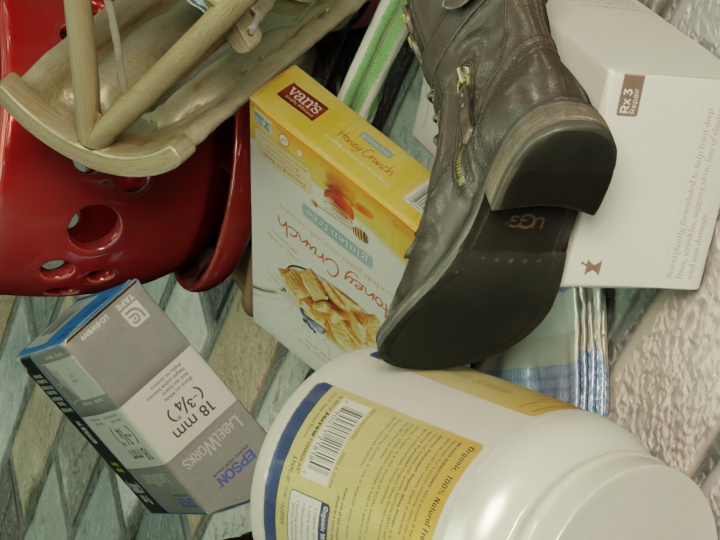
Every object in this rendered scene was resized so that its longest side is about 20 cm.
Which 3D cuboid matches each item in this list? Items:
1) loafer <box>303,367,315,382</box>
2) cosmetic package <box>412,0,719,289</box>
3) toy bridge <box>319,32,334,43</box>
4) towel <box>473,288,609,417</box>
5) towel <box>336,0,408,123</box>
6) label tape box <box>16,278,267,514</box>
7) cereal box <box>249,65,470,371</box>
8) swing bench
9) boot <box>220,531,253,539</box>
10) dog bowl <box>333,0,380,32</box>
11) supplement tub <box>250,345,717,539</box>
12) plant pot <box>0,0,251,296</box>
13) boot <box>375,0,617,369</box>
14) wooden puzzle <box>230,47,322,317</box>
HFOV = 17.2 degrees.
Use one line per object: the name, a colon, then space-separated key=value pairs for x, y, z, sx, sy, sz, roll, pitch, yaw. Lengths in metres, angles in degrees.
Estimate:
loafer: x=-0.008 y=0.105 z=1.469 sx=0.072 sy=0.063 sz=0.200 roll=63 pitch=159 yaw=18
cosmetic package: x=0.104 y=-0.079 z=1.182 sx=0.200 sy=0.081 sz=0.113 roll=-129 pitch=46 yaw=-56
toy bridge: x=-0.046 y=-0.076 z=1.606 sx=0.067 sy=0.027 sz=0.200 roll=-170 pitch=84 yaw=-67
towel: x=0.090 y=0.092 z=1.269 sx=0.147 sy=0.024 sz=0.200 roll=169 pitch=102 yaw=-68
towel: x=0.040 y=-0.180 z=1.300 sx=0.200 sy=0.023 sz=0.153 roll=-66 pitch=1 yaw=-47
label tape box: x=-0.110 y=0.104 z=1.446 sx=0.200 sy=0.063 sz=0.144 roll=50 pitch=162 yaw=-8
cereal box: x=0.000 y=0.000 z=1.298 sx=0.144 sy=0.040 sz=0.200 roll=38 pitch=150 yaw=25
swing bench: x=-0.072 y=-0.164 z=1.268 sx=0.130 sy=0.199 sz=0.200 roll=37 pitch=141 yaw=10
boot: x=-0.059 y=0.242 z=1.469 sx=0.200 sy=0.072 sz=0.155 roll=5 pitch=-95 yaw=-77
dog bowl: x=-0.017 y=-0.237 z=1.473 sx=0.200 sy=0.074 sz=0.200 roll=-175 pitch=90 yaw=-73
supplement tub: x=0.058 y=0.125 z=1.144 sx=0.200 sy=0.144 sz=0.145 roll=19 pitch=106 yaw=48
plant pot: x=-0.160 y=-0.079 z=1.512 sx=0.200 sy=0.182 sz=0.201 roll=-175 pitch=90 yaw=-73
boot: x=0.052 y=-0.069 z=1.130 sx=0.200 sy=0.069 sz=0.174 roll=-57 pitch=36 yaw=38
wooden puzzle: x=-0.069 y=-0.090 z=1.589 sx=0.200 sy=0.037 sz=0.185 roll=-121 pitch=39 yaw=-60
